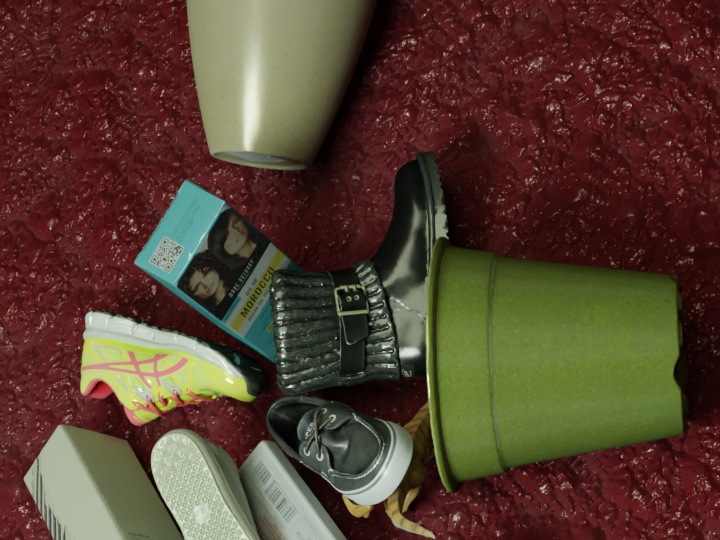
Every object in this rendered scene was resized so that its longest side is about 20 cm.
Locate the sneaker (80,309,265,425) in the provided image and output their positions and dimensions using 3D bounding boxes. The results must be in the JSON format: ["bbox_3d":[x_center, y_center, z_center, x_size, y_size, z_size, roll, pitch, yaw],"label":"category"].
[{"bbox_3d":[-0.170,0.098,1.661,0.199,0.078,0.091,12,82,35],"label":"sneaker"}]

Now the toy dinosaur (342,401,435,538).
[{"bbox_3d":[0.030,0.165,1.496,0.107,0.060,0.201,-59,7,37],"label":"toy dinosaur"}]

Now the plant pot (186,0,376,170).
[{"bbox_3d":[-0.080,-0.198,1.693,0.186,0.187,0.202,5,85,27],"label":"plant pot"}]

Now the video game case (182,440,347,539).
[{"bbox_3d":[-0.077,0.274,1.538,0.182,0.024,0.200,-52,56,17],"label":"video game case"}]

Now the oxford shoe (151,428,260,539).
[{"bbox_3d":[-0.110,0.222,1.526,0.075,0.058,0.201,-26,81,16],"label":"oxford shoe"}]

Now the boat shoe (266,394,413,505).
[{"bbox_3d":[-0.024,0.135,1.514,0.070,0.066,0.200,-63,22,-2],"label":"boat shoe"}]

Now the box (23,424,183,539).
[{"bbox_3d":[-0.207,0.224,1.589,0.069,0.082,0.200,-54,44,16],"label":"box"}]

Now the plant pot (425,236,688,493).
[{"bbox_3d":[0.158,0.071,1.459,0.188,0.200,0.202,-2,67,11],"label":"plant pot"}]

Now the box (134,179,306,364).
[{"bbox_3d":[-0.106,0.006,1.588,0.049,0.200,0.083,27,82,32],"label":"box"}]

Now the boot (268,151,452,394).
[{"bbox_3d":[0.000,0.000,1.585,0.156,0.080,0.213,-2,67,4],"label":"boot"}]
